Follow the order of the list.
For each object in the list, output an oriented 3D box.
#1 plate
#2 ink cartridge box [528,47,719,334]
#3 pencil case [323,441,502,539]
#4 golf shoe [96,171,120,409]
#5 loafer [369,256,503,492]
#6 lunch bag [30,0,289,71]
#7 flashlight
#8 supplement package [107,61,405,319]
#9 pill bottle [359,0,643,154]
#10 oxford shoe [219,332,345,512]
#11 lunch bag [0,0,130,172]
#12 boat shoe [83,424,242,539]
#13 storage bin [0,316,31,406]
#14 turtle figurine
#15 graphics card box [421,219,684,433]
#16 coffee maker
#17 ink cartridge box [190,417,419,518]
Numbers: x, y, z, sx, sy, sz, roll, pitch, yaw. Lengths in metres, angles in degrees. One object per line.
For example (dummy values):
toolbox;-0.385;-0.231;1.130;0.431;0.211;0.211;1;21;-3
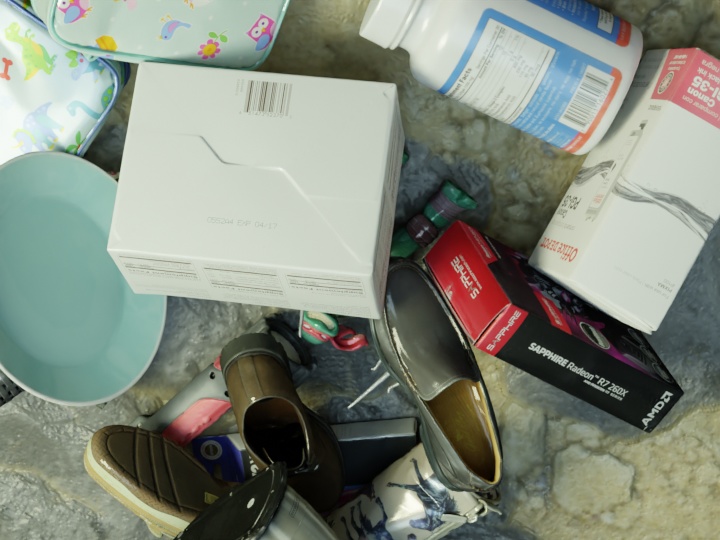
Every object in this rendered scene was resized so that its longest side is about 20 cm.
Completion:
plate;-0.232;0.007;1.618;0.026;0.200;0.200;-15;115;43
ink cartridge box;0.223;-0.064;1.608;0.083;0.147;0.200;29;91;-10
pencil case;0.024;0.217;1.761;0.200;0.090;0.078;-39;126;17
golf shoe;-0.203;0.013;1.738;0.088;0.077;0.201;19;104;2
loafer;0.067;0.081;1.651;0.073;0.072;0.200;-28;99;-15
lunch bag;-0.149;-0.231;1.591;0.199;0.077;0.161;7;119;-28
flashlight;-0.127;0.121;1.778;0.068;0.068;0.200;37;110;-28
supplement package;-0.075;-0.061;1.604;0.199;0.111;0.156;6;72;7
pill bottle;0.106;-0.177;1.616;0.199;0.112;0.112;25;112;-7
oxford shoe;-0.062;0.147;1.720;0.072;0.085;0.200;-23;134;7
lunch bag;-0.291;-0.132;1.670;0.160;0.083;0.200;32;111;-11
boat shoe;-0.157;0.198;1.759;0.200;0.072;0.076;33;133;-26
storage bin;-0.339;0.042;1.671;0.094;0.200;0.135;-36;108;-8
turtle figurine;0.000;0.000;1.703;0.149;0.101;0.200;30;96;-26
graphics card box;0.153;0.045;1.665;0.200;0.126;0.051;28;109;-32
coffee maker;-0.059;0.277;1.693;0.200;0.135;0.192;45;142;-15
ink cartridge box;-0.044;0.183;1.817;0.199;0.037;0.095;-5;113;7
